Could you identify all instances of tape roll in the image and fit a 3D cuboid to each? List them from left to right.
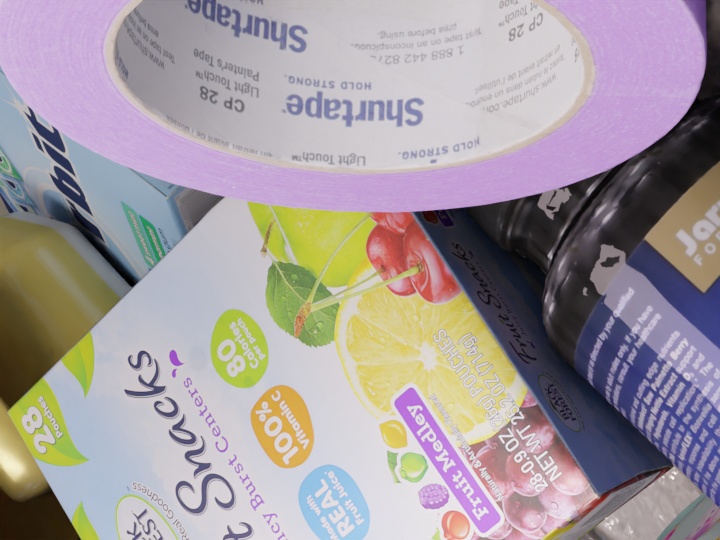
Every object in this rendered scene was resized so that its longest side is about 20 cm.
[{"bbox_3d":[-0.002,-0.085,0.618,0.200,0.198,0.066,140,136,-60],"label":"tape roll"}]

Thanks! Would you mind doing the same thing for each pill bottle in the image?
[{"bbox_3d":[0.130,0.015,0.704,0.200,0.112,0.112,44,149,20],"label":"pill bottle"}]

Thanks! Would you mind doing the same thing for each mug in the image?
[{"bbox_3d":[-0.147,0.051,1.039,0.154,0.149,0.187,54,154,6],"label":"mug"}]

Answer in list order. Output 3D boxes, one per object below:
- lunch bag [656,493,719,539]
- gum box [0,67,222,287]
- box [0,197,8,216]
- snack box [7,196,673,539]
[{"bbox_3d":[0.128,0.174,0.806,0.121,0.170,0.201,23,138,32],"label":"lunch bag"},{"bbox_3d":[-0.122,-0.043,1.059,0.200,0.045,0.170,37,158,32],"label":"gum box"},{"bbox_3d":[-0.236,-0.063,1.218,0.082,0.068,0.201,19,134,46],"label":"box"},{"bbox_3d":[-0.014,0.061,0.789,0.200,0.067,0.169,-43,72,30],"label":"snack box"}]
